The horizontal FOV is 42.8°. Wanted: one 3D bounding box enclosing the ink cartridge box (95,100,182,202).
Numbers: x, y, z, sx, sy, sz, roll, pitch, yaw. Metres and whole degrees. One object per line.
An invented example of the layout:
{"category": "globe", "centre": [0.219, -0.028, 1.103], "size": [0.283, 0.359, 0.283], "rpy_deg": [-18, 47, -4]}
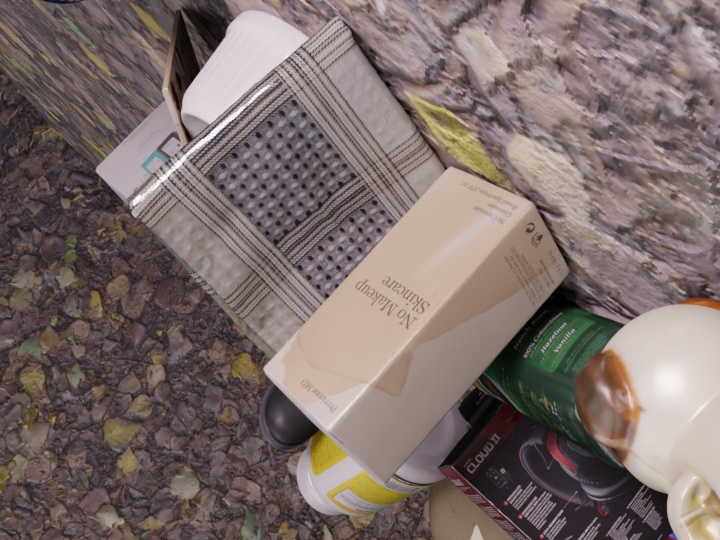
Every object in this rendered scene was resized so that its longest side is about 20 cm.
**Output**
{"category": "ink cartridge box", "centre": [-0.198, -0.097, 1.150], "size": [0.199, 0.146, 0.147], "rpy_deg": [33, 166, 42]}

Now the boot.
{"category": "boot", "centre": [0.000, 0.076, 0.853], "size": [0.066, 0.165, 0.200], "rpy_deg": [46, 140, -4]}

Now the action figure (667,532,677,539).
{"category": "action figure", "centre": [0.344, 0.279, 0.905], "size": [0.065, 0.052, 0.200], "rpy_deg": [45, 172, -35]}

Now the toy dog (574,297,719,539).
{"category": "toy dog", "centre": [0.198, 0.087, 0.449], "size": [0.200, 0.139, 0.195], "rpy_deg": [27, 148, 56]}

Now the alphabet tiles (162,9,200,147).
{"category": "alphabet tiles", "centre": [-0.144, -0.116, 0.853], "size": [0.168, 0.007, 0.201], "rpy_deg": [-99, -3, -53]}

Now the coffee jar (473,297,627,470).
{"category": "coffee jar", "centre": [0.141, 0.068, 0.708], "size": [0.104, 0.085, 0.200], "rpy_deg": [47, 168, -32]}

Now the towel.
{"category": "towel", "centre": [-0.034, -0.041, 0.650], "size": [0.200, 0.192, 0.035], "rpy_deg": [51, 178, -39]}

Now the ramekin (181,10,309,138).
{"category": "ramekin", "centre": [-0.058, -0.103, 0.748], "size": [0.202, 0.094, 0.203], "rpy_deg": [42, 170, 9]}

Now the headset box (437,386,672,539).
{"category": "headset box", "centre": [0.176, 0.170, 0.805], "size": [0.200, 0.149, 0.075], "rpy_deg": [41, 166, 5]}

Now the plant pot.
{"category": "plant pot", "centre": [0.158, 0.189, 0.926], "size": [0.200, 0.198, 0.136], "rpy_deg": [22, 125, 63]}

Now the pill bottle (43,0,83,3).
{"category": "pill bottle", "centre": [-0.225, -0.262, 0.697], "size": [0.111, 0.111, 0.200], "rpy_deg": [48, 168, -28]}

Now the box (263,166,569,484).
{"category": "box", "centre": [0.040, 0.035, 0.635], "size": [0.095, 0.200, 0.078], "rpy_deg": [30, 164, 48]}

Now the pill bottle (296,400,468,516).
{"category": "pill bottle", "centre": [0.012, 0.182, 0.923], "size": [0.111, 0.111, 0.200], "rpy_deg": [43, 140, -4]}
